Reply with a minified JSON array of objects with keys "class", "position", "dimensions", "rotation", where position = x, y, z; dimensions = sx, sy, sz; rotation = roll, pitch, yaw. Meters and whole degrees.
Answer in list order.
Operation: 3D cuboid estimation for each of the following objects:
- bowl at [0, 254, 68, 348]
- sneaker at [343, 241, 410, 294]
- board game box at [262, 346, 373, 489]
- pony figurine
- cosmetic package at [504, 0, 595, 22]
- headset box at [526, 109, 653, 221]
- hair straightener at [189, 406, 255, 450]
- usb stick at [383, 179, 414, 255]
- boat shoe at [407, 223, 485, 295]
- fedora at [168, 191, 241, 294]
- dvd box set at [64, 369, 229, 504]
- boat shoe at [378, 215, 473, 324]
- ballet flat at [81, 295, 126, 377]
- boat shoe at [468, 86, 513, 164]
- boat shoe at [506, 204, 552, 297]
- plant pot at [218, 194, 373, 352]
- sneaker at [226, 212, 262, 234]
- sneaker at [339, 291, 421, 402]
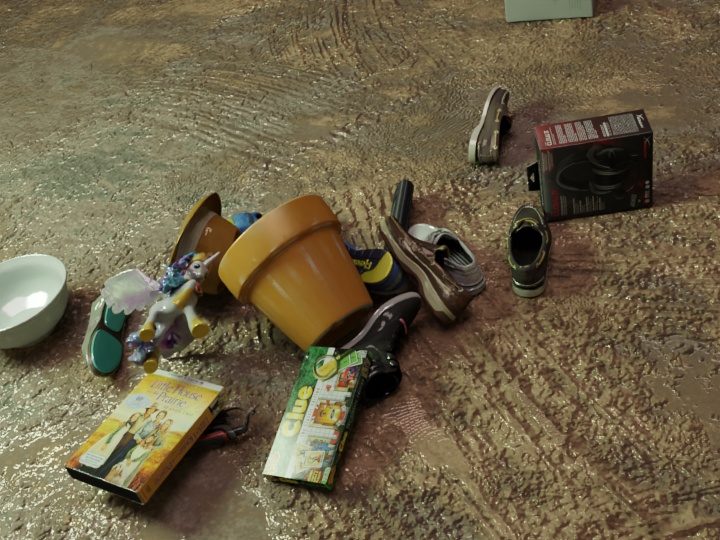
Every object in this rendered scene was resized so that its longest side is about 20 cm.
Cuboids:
[{"class":"bowl","position":[-0.587,0.069,1.572],"dimensions":[0.200,0.091,0.202],"rotation":[-9,39,8]},{"class":"sneaker","position":[0.000,0.000,1.490],"dimensions":[0.200,0.082,0.074],"rotation":[18,81,49]},{"class":"board game box","position":[-0.057,0.199,1.258],"dimensions":[0.104,0.023,0.201],"rotation":[-2,56,32]},{"class":"pony figurine","position":[-0.292,0.063,1.377],"dimensions":[0.193,0.167,0.200],"rotation":[-35,24,17]},{"class":"cosmetic package","position":[0.427,-0.683,2.050],"dimensions":[0.199,0.200,0.123],"rotation":[3,43,20]},{"class":"headset box","position":[0.375,-0.170,1.504],"dimensions":[0.199,0.149,0.077],"rotation":[-8,39,7]},{"class":"hair straightener","position":[-0.246,0.226,1.316],"dimensions":[0.199,0.041,0.077],"rotation":[-18,39,5]},{"class":"usb stick","position":[0.066,-0.083,1.577],"dimensions":[0.032,0.056,0.201],"rotation":[17,42,-5]},{"class":"boat shoe","position":[0.139,-0.038,1.487],"dimensions":[0.073,0.067,0.200],"rotation":[-29,41,-18]},{"class":"fedora","position":[-0.249,-0.026,1.515],"dimensions":[0.081,0.201,0.201],"rotation":[20,47,8]},{"class":"dvd box set","position":[-0.298,0.227,1.283],"dimensions":[0.146,0.030,0.200],"rotation":[10,43,32]},{"class":"boat shoe","position":[0.107,-0.014,1.421],"dimensions":[0.075,0.075,0.203],"rotation":[-38,69,10]},{"class":"ballet flat","position":[-0.428,0.113,1.506],"dimensions":[0.064,0.067,0.201],"rotation":[-33,33,22]},{"class":"boat shoe","position":[0.258,-0.276,1.730],"dimensions":[0.059,0.072,0.201],"rotation":[10,49,19]},{"class":"boat shoe","position":[0.271,-0.047,1.460],"dimensions":[0.071,0.061,0.202],"rotation":[-4,41,12]},{"class":"plant pot","position":[-0.082,0.018,1.384],"dimensions":[0.200,0.200,0.184],"rotation":[-34,75,-21]},{"class":"sneaker","position":[-0.176,-0.045,1.598],"dimensions":[0.078,0.066,0.200],"rotation":[-20,39,-12]},{"class":"sneaker","position":[0.043,0.118,1.337],"dimensions":[0.200,0.071,0.099],"rotation":[-42,48,-21]}]
